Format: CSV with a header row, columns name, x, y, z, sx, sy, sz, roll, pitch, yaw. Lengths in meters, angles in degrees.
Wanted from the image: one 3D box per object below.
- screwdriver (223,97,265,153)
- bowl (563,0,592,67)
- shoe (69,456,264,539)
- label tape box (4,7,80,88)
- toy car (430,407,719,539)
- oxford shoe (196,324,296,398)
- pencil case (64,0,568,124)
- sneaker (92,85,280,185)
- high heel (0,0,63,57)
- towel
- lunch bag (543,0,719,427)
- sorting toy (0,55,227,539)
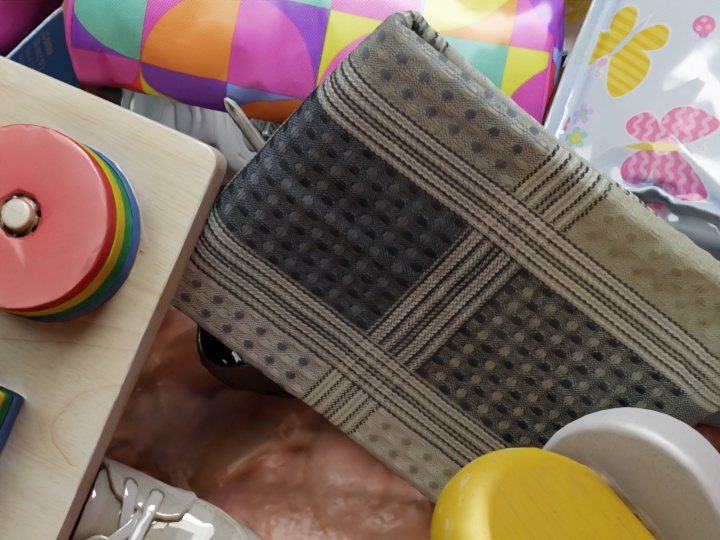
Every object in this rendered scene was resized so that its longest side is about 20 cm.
name,x,y,z,sx,sy,sz,roll,pitch,yaw
screwdriver,0.000,0.000,1.053,0.029,0.200,0.028,-45,34,-23
bowl,0.048,-0.136,1.167,0.200,0.200,0.108,-14,98,6
shoe,-0.130,0.111,1.096,0.199,0.053,0.070,9,60,21
label tape box,-0.179,-0.003,1.123,0.200,0.144,0.063,-41,77,-13
toy car,0.087,0.164,0.946,0.200,0.150,0.175,45,43,6
oxford shoe,0.004,-0.027,1.086,0.073,0.084,0.200,39,101,19
pencil case,-0.013,-0.095,1.022,0.199,0.088,0.089,11,59,3
sneaker,-0.084,-0.119,1.227,0.099,0.078,0.200,-14,46,24
high heel,-0.133,-0.175,1.146,0.067,0.096,0.200,31,57,-6
towel,0.043,0.011,1.003,0.200,0.193,0.035,38,43,-7
lunch bag,0.158,-0.060,1.062,0.127,0.170,0.200,10,59,19
sorting toy,-0.183,0.005,0.991,0.200,0.070,0.199,23,88,11
